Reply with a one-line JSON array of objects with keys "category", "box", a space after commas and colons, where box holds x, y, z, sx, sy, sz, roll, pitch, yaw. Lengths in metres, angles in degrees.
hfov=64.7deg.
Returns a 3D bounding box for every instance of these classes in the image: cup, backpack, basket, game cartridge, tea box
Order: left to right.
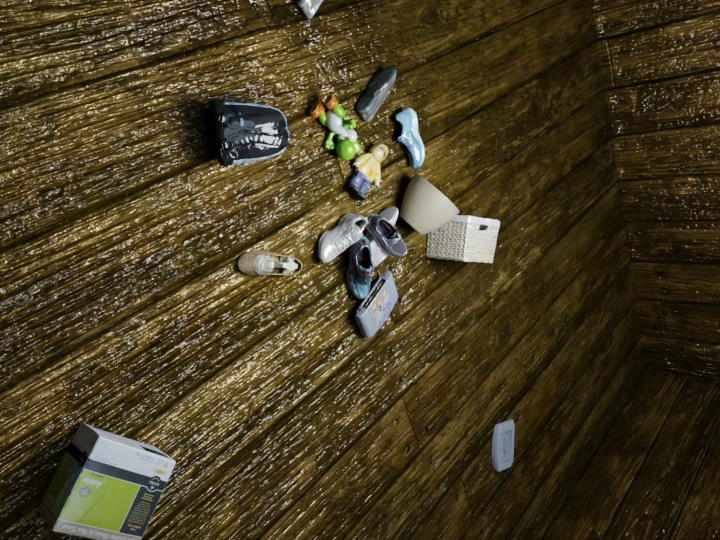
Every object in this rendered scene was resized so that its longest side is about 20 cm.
[{"category": "tea box", "box": [-0.556, 0.474, 1.256, 0.199, 0.132, 0.200, 37, 67, -38]}, {"category": "backpack", "box": [-0.283, -0.357, 1.470, 0.196, 0.153, 0.167, -12, 100, -20]}, {"category": "game cartridge", "box": [0.057, 0.115, 1.858, 0.201, 0.041, 0.134, -54, 140, -28]}, {"category": "cup", "box": [0.215, -0.207, 1.928, 0.144, 0.200, 0.199, -50, 129, 5]}, {"category": "basket", "box": [0.368, -0.116, 2.054, 0.196, 0.198, 0.164, 3, 93, -43]}, {"category": "game cartridge", "box": [0.616, 0.756, 2.460, 0.132, 0.040, 0.205, 0, 93, -47]}]

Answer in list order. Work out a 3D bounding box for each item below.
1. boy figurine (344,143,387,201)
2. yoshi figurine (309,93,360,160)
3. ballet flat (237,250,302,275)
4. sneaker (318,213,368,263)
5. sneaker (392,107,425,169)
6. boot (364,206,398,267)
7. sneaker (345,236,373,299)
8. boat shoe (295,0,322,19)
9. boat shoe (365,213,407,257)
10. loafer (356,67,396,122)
[{"category": "boy figurine", "box": [0.028, -0.317, 1.809, 0.124, 0.064, 0.202, 44, 67, -33]}, {"category": "yoshi figurine", "box": [-0.064, -0.411, 1.694, 0.112, 0.112, 0.201, -47, 126, -11]}, {"category": "ballet flat", "box": [-0.242, -0.019, 1.569, 0.198, 0.065, 0.072, -2, 94, -43]}, {"category": "sneaker", "box": [-0.054, -0.103, 1.721, 0.201, 0.099, 0.075, -52, 127, -26]}, {"category": "sneaker", "box": [0.155, -0.440, 1.930, 0.089, 0.078, 0.203, -22, 106, -20]}, {"category": "boot", "box": [0.072, -0.109, 1.869, 0.201, 0.073, 0.096, -52, 131, -18]}, {"category": "sneaker", "box": [0.000, 0.000, 1.760, 0.078, 0.096, 0.204, -7, 109, -13]}, {"category": "boat shoe", "box": [-0.109, -0.815, 1.642, 0.204, 0.074, 0.065, -57, 133, -20]}, {"category": "boat shoe", "box": [0.092, -0.104, 1.797, 0.200, 0.062, 0.073, 44, 74, -34]}, {"category": "loafer", "box": [0.054, -0.564, 1.825, 0.201, 0.071, 0.063, -56, 146, -17]}]
